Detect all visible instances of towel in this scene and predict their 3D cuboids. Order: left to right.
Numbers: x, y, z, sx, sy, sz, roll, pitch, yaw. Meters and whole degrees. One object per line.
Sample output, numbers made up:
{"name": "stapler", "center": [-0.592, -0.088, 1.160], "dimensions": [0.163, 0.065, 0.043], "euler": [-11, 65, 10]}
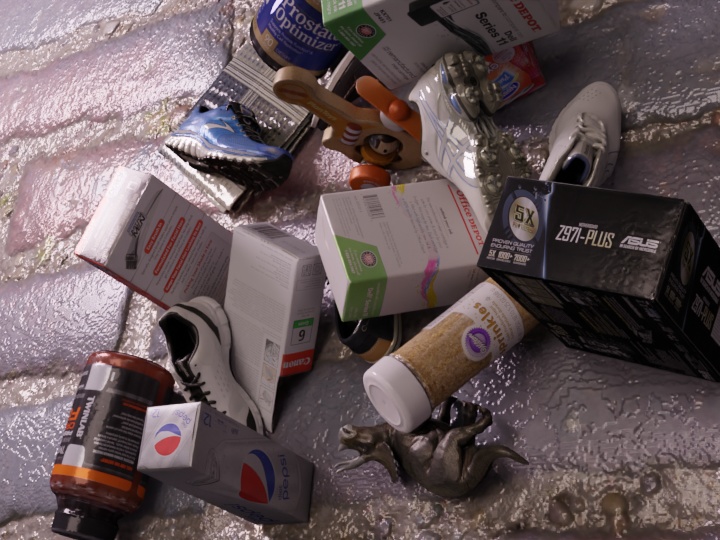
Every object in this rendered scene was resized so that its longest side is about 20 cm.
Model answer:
{"name": "towel", "center": [-0.146, -0.177, 1.459], "dimensions": [0.193, 0.035, 0.200], "euler": [-50, 47, -2]}

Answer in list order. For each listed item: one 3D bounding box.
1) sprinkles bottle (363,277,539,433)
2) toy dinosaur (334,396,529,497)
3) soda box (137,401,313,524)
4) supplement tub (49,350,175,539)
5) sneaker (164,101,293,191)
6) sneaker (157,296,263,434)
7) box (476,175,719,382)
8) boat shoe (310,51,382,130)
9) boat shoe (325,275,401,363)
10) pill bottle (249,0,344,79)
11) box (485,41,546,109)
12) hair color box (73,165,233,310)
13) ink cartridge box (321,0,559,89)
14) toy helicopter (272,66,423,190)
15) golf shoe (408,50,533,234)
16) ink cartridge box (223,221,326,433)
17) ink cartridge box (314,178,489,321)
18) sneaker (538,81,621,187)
{"name": "sprinkles bottle", "center": [0.095, 0.065, 1.084], "dimensions": [0.199, 0.069, 0.068], "euler": [-37, 46, -22]}
{"name": "toy dinosaur", "center": [0.078, 0.170, 1.101], "dimensions": [0.198, 0.077, 0.104], "euler": [15, 87, 33]}
{"name": "soda box", "center": [-0.125, 0.191, 1.131], "dimensions": [0.068, 0.200, 0.064], "euler": [-9, 61, 29]}
{"name": "supplement tub", "center": [-0.280, 0.199, 1.296], "dimensions": [0.106, 0.107, 0.202], "euler": [-1, 65, 34]}
{"name": "sneaker", "center": [-0.149, -0.157, 1.373], "dimensions": [0.199, 0.078, 0.090], "euler": [22, 79, 41]}
{"name": "sneaker", "center": [-0.166, 0.127, 1.243], "dimensions": [0.073, 0.080, 0.202], "euler": [-25, 80, 22]}
{"name": "box", "center": [0.220, 0.009, 0.991], "dimensions": [0.162, 0.200, 0.087], "euler": [11, 74, 38]}
{"name": "boat shoe", "center": [0.011, -0.243, 1.361], "dimensions": [0.201, 0.060, 0.074], "euler": [-59, 7, -7]}
{"name": "boat shoe", "center": [0.000, 0.000, 1.231], "dimensions": [0.074, 0.062, 0.202], "euler": [-33, 50, 40]}
{"name": "pill bottle", "center": [-0.040, -0.325, 1.358], "dimensions": [0.200, 0.111, 0.113], "euler": [-49, 42, 41]}
{"name": "box", "center": [0.121, -0.278, 1.280], "dimensions": [0.099, 0.095, 0.202], "euler": [-25, 55, 20]}
{"name": "hair color box", "center": [-0.210, -0.018, 1.301], "dimensions": [0.063, 0.200, 0.112], "euler": [17, 75, 39]}
{"name": "ink cartridge box", "center": [0.080, -0.272, 1.146], "dimensions": [0.198, 0.146, 0.084], "euler": [-16, 63, 27]}
{"name": "toy helicopter", "center": [-0.005, -0.161, 1.236], "dimensions": [0.131, 0.199, 0.080], "euler": [-15, 56, 47]}
{"name": "golf shoe", "center": [0.107, -0.113, 1.162], "dimensions": [0.097, 0.078, 0.203], "euler": [-27, 73, 45]}
{"name": "ink cartridge box", "center": [-0.099, 0.060, 1.266], "dimensions": [0.108, 0.050, 0.203], "euler": [26, 115, 40]}
{"name": "ink cartridge box", "center": [0.064, -0.026, 1.168], "dimensions": [0.197, 0.068, 0.118], "euler": [-8, 52, -15]}
{"name": "sneaker", "center": [0.211, -0.105, 1.110], "dimensions": [0.074, 0.087, 0.202], "euler": [23, 62, 2]}
